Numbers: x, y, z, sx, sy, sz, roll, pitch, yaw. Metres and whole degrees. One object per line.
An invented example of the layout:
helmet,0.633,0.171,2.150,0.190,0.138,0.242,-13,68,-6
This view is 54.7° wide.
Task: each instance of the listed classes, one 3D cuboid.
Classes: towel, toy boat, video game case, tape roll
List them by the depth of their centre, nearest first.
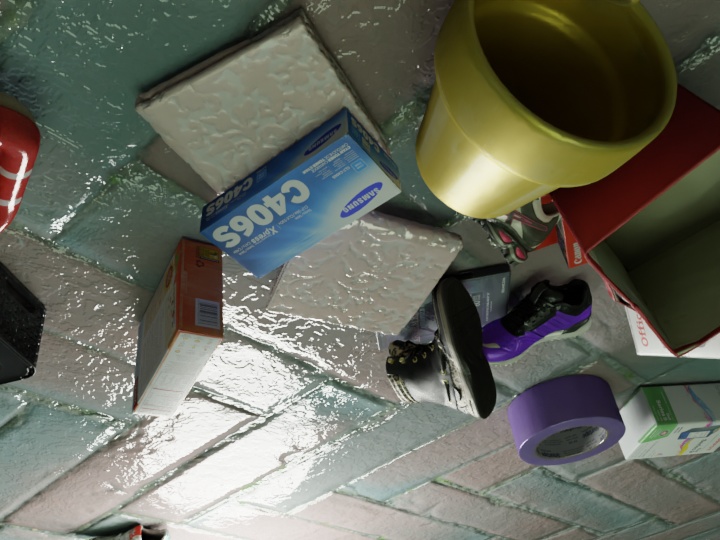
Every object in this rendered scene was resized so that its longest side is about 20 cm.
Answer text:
toy boat,-0.371,-0.069,0.635,0.129,0.132,0.200,3,154,-34
towel,-0.091,-0.143,0.705,0.189,0.032,0.200,-23,140,15
towel,0.000,0.000,0.876,0.198,0.032,0.192,12,134,-21
video game case,0.116,0.056,1.010,0.198,0.019,0.144,-11,142,0
tape roll,0.380,0.282,1.294,0.197,0.086,0.201,-5,142,-4

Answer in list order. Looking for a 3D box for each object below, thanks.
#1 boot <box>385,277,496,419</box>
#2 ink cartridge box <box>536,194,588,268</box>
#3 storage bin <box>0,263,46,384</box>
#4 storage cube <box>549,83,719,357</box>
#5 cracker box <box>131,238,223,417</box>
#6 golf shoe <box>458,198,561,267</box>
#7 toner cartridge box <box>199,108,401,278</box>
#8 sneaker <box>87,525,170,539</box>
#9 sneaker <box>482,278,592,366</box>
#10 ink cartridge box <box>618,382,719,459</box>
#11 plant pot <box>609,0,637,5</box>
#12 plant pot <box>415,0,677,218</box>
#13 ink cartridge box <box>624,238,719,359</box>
boot,0.100,0.111,0.980,0.150,0.073,0.202,-5,111,45
ink cartridge box,0.283,-0.059,0.872,0.198,0.051,0.109,-18,141,10
storage bin,-0.507,0.077,0.845,0.198,0.095,0.136,-14,142,4
storage cube,0.327,-0.059,0.721,0.200,0.180,0.171,-41,111,20
cracker box,-0.229,0.076,0.868,0.057,0.135,0.200,13,137,-27
golf shoe,0.148,-0.092,0.787,0.088,0.078,0.199,-40,127,18
toner cartridge box,-0.065,-0.074,0.730,0.199,0.043,0.095,-30,132,24
sneaker,-0.513,0.592,1.525,0.197,0.071,0.094,7,122,-16
sneaker,0.244,0.061,0.993,0.198,0.070,0.100,-20,135,-15
ink cartridge box,0.618,0.292,1.354,0.197,0.088,0.146,-2,141,-12
plant pot,0.167,-0.306,0.426,0.200,0.202,0.189,29,113,-39
plant pot,0.143,-0.146,0.634,0.198,0.203,0.189,5,155,-17
ink cartridge box,0.424,0.029,0.861,0.084,0.147,0.200,-16,-178,-21
